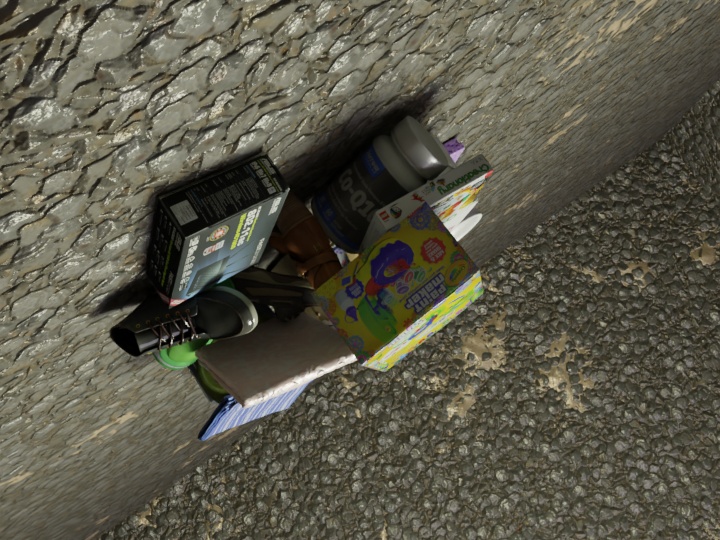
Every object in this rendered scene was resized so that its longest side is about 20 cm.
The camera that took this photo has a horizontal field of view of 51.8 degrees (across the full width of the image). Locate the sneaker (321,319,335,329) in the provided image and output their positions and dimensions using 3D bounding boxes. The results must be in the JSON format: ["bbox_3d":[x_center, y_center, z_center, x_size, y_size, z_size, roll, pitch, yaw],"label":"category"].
[{"bbox_3d":[-0.092,0.135,1.205,0.197,0.076,0.081,-23,-163,-16],"label":"sneaker"}]

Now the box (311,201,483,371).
[{"bbox_3d":[0.062,0.032,1.056,0.199,0.123,0.193,-38,166,2],"label":"box"}]

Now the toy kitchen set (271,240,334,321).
[{"bbox_3d":[-0.070,0.052,1.267,0.180,0.201,0.163,-44,173,38],"label":"toy kitchen set"}]

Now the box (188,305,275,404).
[{"bbox_3d":[-0.237,0.175,1.529,0.199,0.118,0.197,-36,169,-6],"label":"box"}]

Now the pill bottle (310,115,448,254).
[{"bbox_3d":[0.029,-0.128,1.111,0.199,0.115,0.113,-41,167,22],"label":"pill bottle"}]

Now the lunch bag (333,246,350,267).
[{"bbox_3d":[-0.040,0.020,1.457,0.199,0.128,0.169,-38,172,13],"label":"lunch bag"}]

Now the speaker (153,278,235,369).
[{"bbox_3d":[-0.261,0.078,1.149,0.088,0.089,0.200,-25,164,-42],"label":"speaker"}]

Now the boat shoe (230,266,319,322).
[{"bbox_3d":[-0.120,0.043,1.188,0.074,0.196,0.075,-150,-107,-86],"label":"boat shoe"}]

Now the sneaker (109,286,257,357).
[{"bbox_3d":[-0.237,0.078,0.999,0.197,0.076,0.106,-2,-156,31],"label":"sneaker"}]

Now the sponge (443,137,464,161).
[{"bbox_3d":[0.120,-0.171,1.420,0.111,0.030,0.200,-32,168,-23],"label":"sponge"}]

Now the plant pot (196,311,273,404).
[{"bbox_3d":[-0.215,0.165,1.308,0.186,0.188,0.200,-35,175,-1],"label":"plant pot"}]

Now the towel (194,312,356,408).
[{"bbox_3d":[-0.127,0.128,1.116,0.198,0.033,0.190,-21,-155,-29],"label":"towel"}]

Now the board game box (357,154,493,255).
[{"bbox_3d":[0.093,-0.086,1.086,0.198,0.035,0.127,-30,165,-22],"label":"board game box"}]

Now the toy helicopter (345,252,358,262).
[{"bbox_3d":[0.000,0.000,1.263,0.078,0.202,0.133,-5,-143,38],"label":"toy helicopter"}]

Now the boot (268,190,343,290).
[{"bbox_3d":[-0.074,-0.020,1.126,0.076,0.156,0.200,-31,168,-18],"label":"boot"}]

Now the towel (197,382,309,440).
[{"bbox_3d":[-0.173,0.232,1.274,0.198,0.024,0.145,-13,152,-42],"label":"towel"}]

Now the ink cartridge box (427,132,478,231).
[{"bbox_3d":[0.095,-0.114,1.279,0.084,0.146,0.200,-26,165,-33],"label":"ink cartridge box"}]

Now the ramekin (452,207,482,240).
[{"bbox_3d":[0.134,-0.087,1.470,0.199,0.098,0.201,-36,170,-7],"label":"ramekin"}]

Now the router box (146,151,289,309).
[{"bbox_3d":[-0.184,-0.046,0.935,0.149,0.062,0.200,-31,167,-31],"label":"router box"}]
